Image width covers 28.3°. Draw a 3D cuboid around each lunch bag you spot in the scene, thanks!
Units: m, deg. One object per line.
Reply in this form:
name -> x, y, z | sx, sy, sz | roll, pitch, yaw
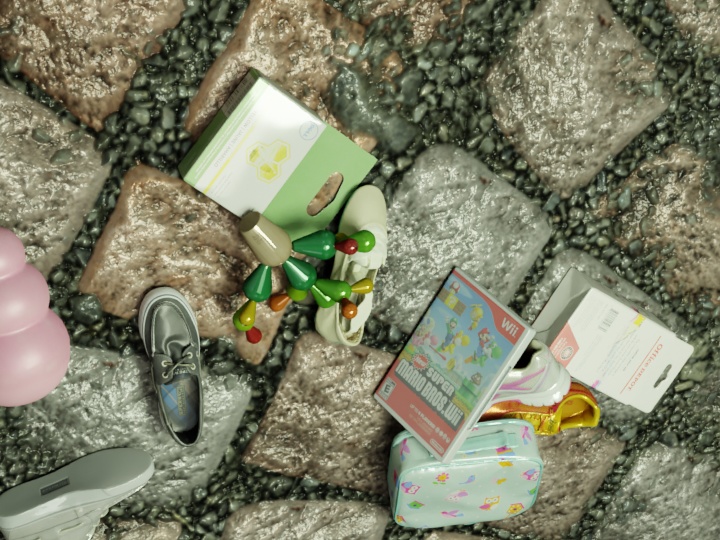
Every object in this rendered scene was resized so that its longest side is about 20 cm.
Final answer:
lunch bag -> 0.136, 0.256, 1.839 | 0.198, 0.077, 0.161 | -6, 139, -7

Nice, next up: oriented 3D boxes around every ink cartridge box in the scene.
ink cartridge box -> -0.087, -0.116, 1.630 | 0.199, 0.048, 0.146 | 34, 99, -28
ink cartridge box -> 0.328, 0.095, 1.876 | 0.199, 0.068, 0.117 | 28, 103, -28

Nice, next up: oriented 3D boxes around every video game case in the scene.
video game case -> 0.113, 0.117, 1.764 | 0.017, 0.143, 0.201 | 18, 108, -50

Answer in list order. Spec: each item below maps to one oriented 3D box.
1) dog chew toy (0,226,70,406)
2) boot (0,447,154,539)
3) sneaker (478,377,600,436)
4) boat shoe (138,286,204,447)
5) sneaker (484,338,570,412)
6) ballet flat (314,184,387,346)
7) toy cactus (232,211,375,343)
dog chew toy -> -0.390, 0.044, 1.554 | 0.124, 0.125, 0.201 | -16, 111, -13
boot -> -0.335, 0.286, 1.724 | 0.199, 0.074, 0.096 | -18, 126, -2
sneaker -> 0.221, 0.183, 1.873 | 0.198, 0.077, 0.073 | -9, 119, -15
boat shoe -> -0.217, 0.119, 1.681 | 0.069, 0.066, 0.201 | -9, 117, -17
sneaker -> 0.158, 0.125, 1.793 | 0.199, 0.082, 0.089 | -12, 129, 12
ballet flat -> 0.000, 0.000, 1.706 | 0.069, 0.070, 0.201 | 6, 113, -23
toy cactus -> -0.083, 0.002, 1.638 | 0.199, 0.103, 0.165 | -26, 130, 21
